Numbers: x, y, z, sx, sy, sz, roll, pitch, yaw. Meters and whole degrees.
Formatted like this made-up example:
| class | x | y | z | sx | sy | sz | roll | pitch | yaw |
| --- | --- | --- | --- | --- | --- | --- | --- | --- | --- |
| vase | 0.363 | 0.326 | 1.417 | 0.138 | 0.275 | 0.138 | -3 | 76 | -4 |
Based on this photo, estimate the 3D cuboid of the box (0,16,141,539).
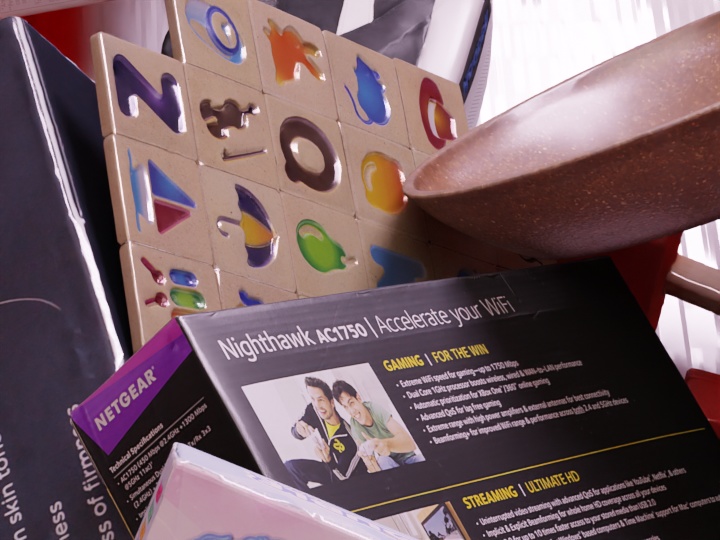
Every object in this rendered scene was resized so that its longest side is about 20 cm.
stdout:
| class | x | y | z | sx | sy | sz | roll | pitch | yaw |
| --- | --- | --- | --- | --- | --- | --- | --- | --- | --- |
| box | -0.129 | 0.071 | 0.787 | 0.196 | 0.124 | 0.201 | -27 | 59 | 13 |

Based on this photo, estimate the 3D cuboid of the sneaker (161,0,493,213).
| class | x | y | z | sx | sy | sz | roll | pitch | yaw |
| --- | --- | --- | --- | --- | --- | --- | --- | --- | --- |
| sneaker | -0.026 | -0.036 | 0.914 | 0.111 | 0.073 | 0.200 | 6 | 37 | 13 |

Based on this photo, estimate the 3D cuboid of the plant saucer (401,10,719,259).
| class | x | y | z | sx | sy | sz | roll | pitch | yaw |
| --- | --- | --- | --- | --- | --- | --- | --- | --- | --- |
| plant saucer | 0.110 | -0.048 | 0.797 | 0.200 | 0.200 | 0.037 | -26 | 100 | -16 |

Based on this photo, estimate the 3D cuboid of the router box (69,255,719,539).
| class | x | y | z | sx | sy | sz | roll | pitch | yaw |
| --- | --- | --- | --- | --- | --- | --- | --- | --- | --- |
| router box | 0.036 | 0.076 | 0.720 | 0.199 | 0.051 | 0.150 | -6 | 61 | -52 |

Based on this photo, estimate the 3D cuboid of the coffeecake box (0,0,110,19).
| class | x | y | z | sx | sy | sz | roll | pitch | yaw |
| --- | --- | --- | --- | --- | --- | --- | --- | --- | --- |
| coffeecake box | -0.158 | -0.154 | 0.969 | 0.199 | 0.073 | 0.154 | -10 | 39 | -7 |

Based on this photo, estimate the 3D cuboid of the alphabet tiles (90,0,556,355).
| class | x | y | z | sx | sy | sz | roll | pitch | yaw |
| --- | --- | --- | --- | --- | --- | --- | --- | --- | --- |
| alphabet tiles | 0.000 | 0.000 | 0.801 | 0.006 | 0.199 | 0.167 | -30 | 59 | 34 |

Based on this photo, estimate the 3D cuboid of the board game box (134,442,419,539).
| class | x | y | z | sx | sy | sz | roll | pitch | yaw |
| --- | --- | --- | --- | --- | --- | --- | --- | --- | --- |
| board game box | 0.014 | 0.167 | 0.589 | 0.199 | 0.043 | 0.200 | 23 | 92 | -4 |

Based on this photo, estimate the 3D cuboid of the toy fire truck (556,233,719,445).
| class | x | y | z | sx | sy | sz | roll | pitch | yaw |
| --- | --- | --- | --- | --- | --- | --- | --- | --- | --- |
| toy fire truck | 0.147 | 0.043 | 0.861 | 0.199 | 0.049 | 0.141 | 15 | 30 | 4 |
